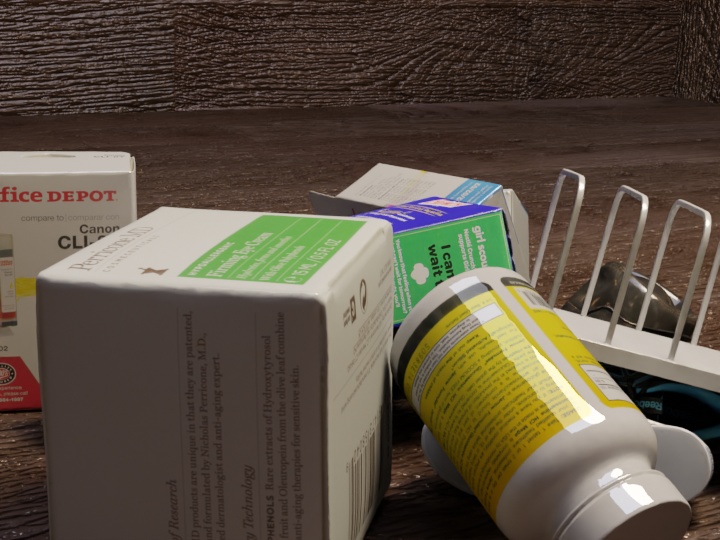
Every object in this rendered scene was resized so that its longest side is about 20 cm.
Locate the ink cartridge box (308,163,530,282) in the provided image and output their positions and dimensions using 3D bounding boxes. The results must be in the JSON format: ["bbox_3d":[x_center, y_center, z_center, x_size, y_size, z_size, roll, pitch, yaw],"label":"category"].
[{"bbox_3d":[0.053,-0.031,1.197,0.200,0.115,0.068,15,45,45],"label":"ink cartridge box"}]

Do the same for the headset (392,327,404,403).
[{"bbox_3d":[0.016,0.088,0.981,0.200,0.094,0.123,-26,-4,42],"label":"headset"}]

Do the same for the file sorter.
[{"bbox_3d":[0.232,0.011,0.952,0.200,0.125,0.139,15,8,0],"label":"file sorter"}]

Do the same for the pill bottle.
[{"bbox_3d":[0.111,0.100,0.796,0.112,0.113,0.200,-7,43,-31],"label":"pill bottle"}]

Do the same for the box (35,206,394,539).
[{"bbox_3d":[-0.079,0.076,0.793,0.171,0.201,0.199,3,15,12],"label":"box"}]

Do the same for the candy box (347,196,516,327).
[{"bbox_3d":[0.000,0.000,0.998,0.200,0.077,0.169,-14,9,-13],"label":"candy box"}]

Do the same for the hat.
[{"bbox_3d":[0.232,0.039,1.113,0.200,0.081,0.201,23,6,-3],"label":"hat"}]

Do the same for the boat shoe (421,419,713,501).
[{"bbox_3d":[0.144,0.131,0.897,0.199,0.074,0.065,8,-1,15],"label":"boat shoe"}]

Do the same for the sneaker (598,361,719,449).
[{"bbox_3d":[0.186,0.091,0.947,0.199,0.073,0.082,8,-8,-4],"label":"sneaker"}]

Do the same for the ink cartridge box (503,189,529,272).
[{"bbox_3d":[0.073,-0.030,1.361,0.199,0.084,0.145,-2,-7,14],"label":"ink cartridge box"}]

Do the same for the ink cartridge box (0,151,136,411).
[{"bbox_3d":[-0.257,0.007,1.050,0.145,0.201,0.083,-1,14,-11],"label":"ink cartridge box"}]
